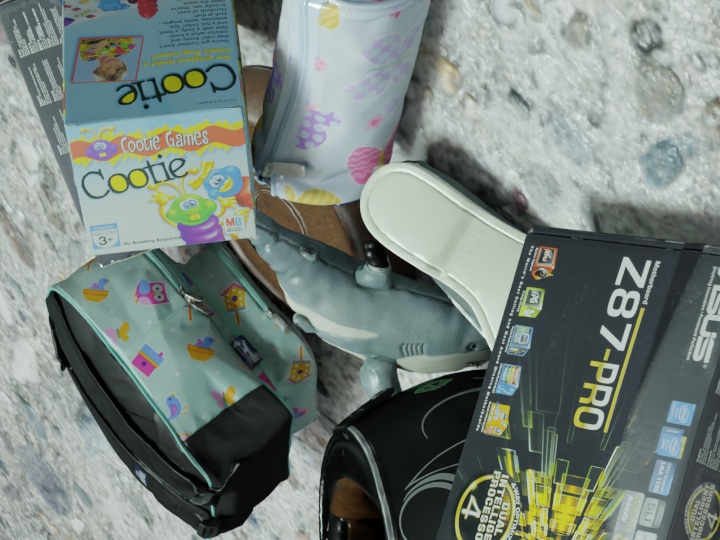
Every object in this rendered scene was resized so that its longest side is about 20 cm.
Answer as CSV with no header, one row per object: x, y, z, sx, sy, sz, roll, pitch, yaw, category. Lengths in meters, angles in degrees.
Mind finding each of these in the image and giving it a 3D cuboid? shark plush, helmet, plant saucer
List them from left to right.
-0.044,-0.039,1.493,0.200,0.034,0.201,38,148,29,plant saucer
0.000,0.000,1.390,0.200,0.091,0.083,42,141,-12,shark plush
0.084,0.160,1.355,0.200,0.189,0.202,175,90,-72,helmet

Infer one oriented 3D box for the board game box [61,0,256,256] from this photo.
-0.122,-0.119,1.346,0.201,0.104,0.104,-98,3,-46,board game box

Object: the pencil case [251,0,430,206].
-0.014,-0.122,1.301,0.083,0.090,0.201,58,154,25,pencil case

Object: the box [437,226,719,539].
0.131,0.083,1.195,0.049,0.202,0.160,26,169,-42,box

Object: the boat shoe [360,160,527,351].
0.088,0.006,1.338,0.200,0.073,0.062,40,-168,12,boat shoe

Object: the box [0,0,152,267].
-0.193,-0.125,1.530,0.161,0.049,0.201,-110,0,-63,box

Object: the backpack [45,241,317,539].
-0.127,0.066,1.591,0.200,0.153,0.176,42,164,15,backpack
